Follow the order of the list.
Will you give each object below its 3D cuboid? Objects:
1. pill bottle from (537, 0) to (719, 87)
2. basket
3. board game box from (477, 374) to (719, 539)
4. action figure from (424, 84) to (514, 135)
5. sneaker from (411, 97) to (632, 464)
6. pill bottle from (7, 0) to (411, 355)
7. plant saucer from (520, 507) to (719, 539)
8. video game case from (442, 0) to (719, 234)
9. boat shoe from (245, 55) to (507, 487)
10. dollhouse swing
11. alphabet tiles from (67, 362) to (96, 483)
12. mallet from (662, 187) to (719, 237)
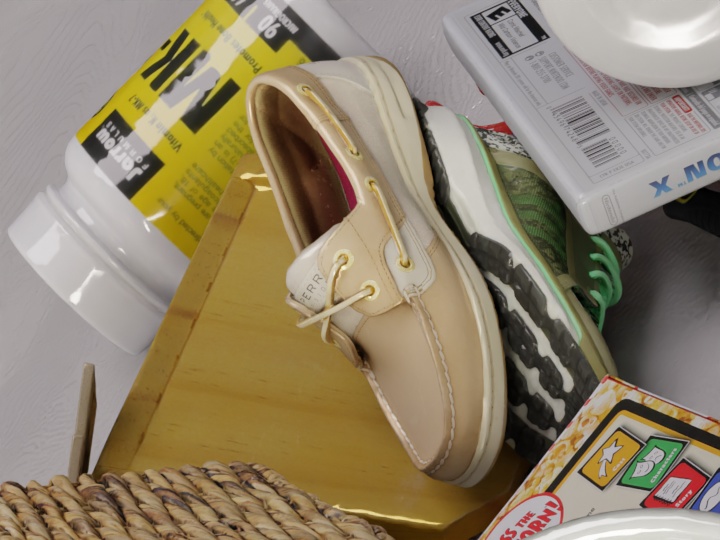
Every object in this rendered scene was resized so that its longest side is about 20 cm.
[{"bbox_3d":[0.131,-0.171,1.228,0.112,0.112,0.200,-33,24,26],"label":"pill bottle"},{"bbox_3d":[-0.069,0.159,1.075,0.200,0.148,0.144,20,110,62],"label":"basket"},{"bbox_3d":[0.102,0.125,1.029,0.152,0.046,0.200,-50,25,-8],"label":"board game box"},{"bbox_3d":[0.115,-0.086,1.307,0.199,0.052,0.066,-1,46,42],"label":"action figure"},{"bbox_3d":[0.082,0.001,1.207,0.077,0.088,0.200,108,147,-42],"label":"sneaker"},{"bbox_3d":[-0.080,-0.059,1.513,0.200,0.114,0.114,-46,25,2],"label":"pill bottle"},{"bbox_3d":[0.092,0.175,0.894,0.199,0.050,0.201,-6,73,18],"label":"plant saucer"},{"bbox_3d":[0.145,-0.099,1.238,0.182,0.022,0.200,-24,30,-3],"label":"video game case"},{"bbox_3d":[0.000,0.000,1.189,0.074,0.069,0.201,-56,44,44],"label":"boat shoe"},{"bbox_3d":[-0.008,0.074,1.295,0.182,0.175,0.201,98,-169,-51],"label":"dollhouse swing"},{"bbox_3d":[-0.127,0.131,1.267,0.200,0.006,0.167,117,159,-79],"label":"alphabet tiles"},{"bbox_3d":[0.160,-0.005,1.152,0.066,0.041,0.200,-48,21,-12],"label":"mallet"}]
